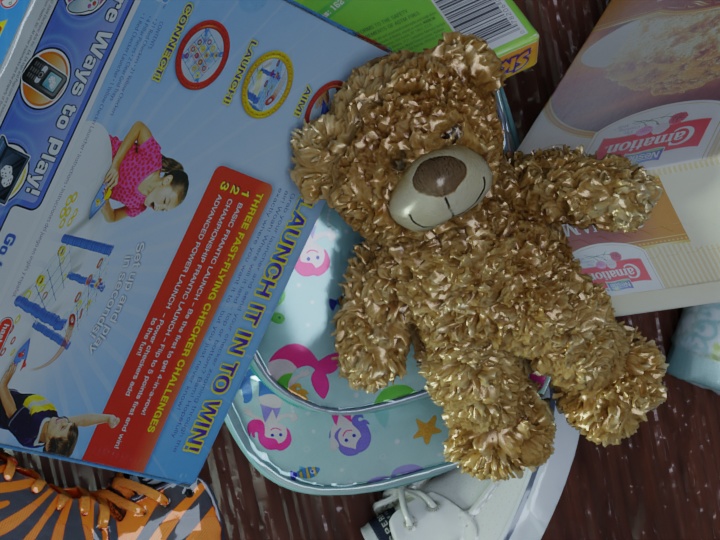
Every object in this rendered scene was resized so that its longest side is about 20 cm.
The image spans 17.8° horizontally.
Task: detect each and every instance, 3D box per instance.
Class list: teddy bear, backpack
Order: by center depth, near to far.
[{"bbox_3d":[0.051,0.006,0.921,0.145,0.067,0.200,-4,124,8],"label":"teddy bear"},{"bbox_3d":[0.000,0.000,1.045,0.177,0.151,0.200,-14,103,-7],"label":"backpack"}]

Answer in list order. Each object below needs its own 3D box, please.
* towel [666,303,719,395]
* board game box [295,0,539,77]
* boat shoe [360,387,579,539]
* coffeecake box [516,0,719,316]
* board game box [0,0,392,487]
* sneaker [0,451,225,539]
[{"bbox_3d":[0.267,0.003,1.130,0.200,0.048,0.172,19,91,-10],"label":"towel"},{"bbox_3d":[-0.014,-0.148,1.007,0.095,0.030,0.200,-26,64,-14],"label":"board game box"},{"bbox_3d":[0.035,0.133,1.103,0.070,0.071,0.200,27,99,-13],"label":"boat shoe"},{"bbox_3d":[0.166,-0.073,0.999,0.073,0.153,0.200,59,42,-26],"label":"coffeecake box"},{"bbox_3d":[-0.100,-0.029,0.872,0.196,0.056,0.200,21,96,-54],"label":"board game box"},{"bbox_3d":[-0.139,0.107,1.077,0.112,0.078,0.200,-45,111,-5],"label":"sneaker"}]
